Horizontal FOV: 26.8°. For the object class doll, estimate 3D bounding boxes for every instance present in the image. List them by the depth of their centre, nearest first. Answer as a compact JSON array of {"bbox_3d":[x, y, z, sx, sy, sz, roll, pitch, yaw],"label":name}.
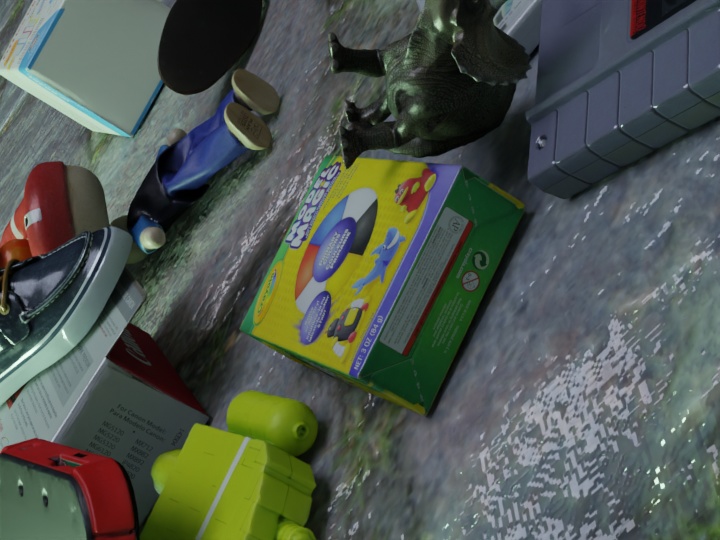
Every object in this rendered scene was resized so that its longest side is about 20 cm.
[{"bbox_3d":[-0.142,-0.067,1.170,0.200,0.048,0.137,-39,29,38],"label":"doll"}]

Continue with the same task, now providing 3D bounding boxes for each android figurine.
[{"bbox_3d":[-0.080,0.148,0.801,0.200,0.041,0.183,-3,60,63],"label":"android figurine"}]

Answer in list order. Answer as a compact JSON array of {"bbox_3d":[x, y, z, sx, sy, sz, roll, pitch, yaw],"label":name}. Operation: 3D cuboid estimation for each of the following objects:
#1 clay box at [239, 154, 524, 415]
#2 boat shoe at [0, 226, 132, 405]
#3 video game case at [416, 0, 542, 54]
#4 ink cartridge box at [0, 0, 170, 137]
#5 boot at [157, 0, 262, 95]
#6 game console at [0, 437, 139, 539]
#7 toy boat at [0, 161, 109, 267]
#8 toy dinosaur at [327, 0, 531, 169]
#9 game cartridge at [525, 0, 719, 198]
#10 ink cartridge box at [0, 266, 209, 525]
[{"bbox_3d":[0.000,0.000,0.805,0.116,0.047,0.200,-64,24,-6],"label":"clay box"},{"bbox_3d":[-0.237,0.022,0.993,0.200,0.091,0.071,-40,28,33],"label":"boat shoe"},{"bbox_3d":[0.106,-0.206,0.869,0.200,0.022,0.183,-50,25,22],"label":"video game case"},{"bbox_3d":[-0.275,-0.223,1.526,0.129,0.125,0.200,-62,24,-6],"label":"ink cartridge box"},{"bbox_3d":[-0.124,-0.220,1.313,0.076,0.073,0.201,123,170,-58],"label":"boot"},{"bbox_3d":[-0.158,0.186,0.821,0.200,0.031,0.179,-3,93,63],"label":"game console"},{"bbox_3d":[-0.274,-0.005,1.204,0.200,0.130,0.132,-42,56,54],"label":"toy boat"},{"bbox_3d":[0.039,-0.086,0.757,0.200,0.101,0.078,68,-165,-73],"label":"toy dinosaur"},{"bbox_3d":[0.132,-0.145,0.703,0.129,0.038,0.201,-35,40,51],"label":"game cartridge"},{"bbox_3d":[-0.178,0.085,1.017,0.176,0.084,0.200,-57,24,1],"label":"ink cartridge box"}]
